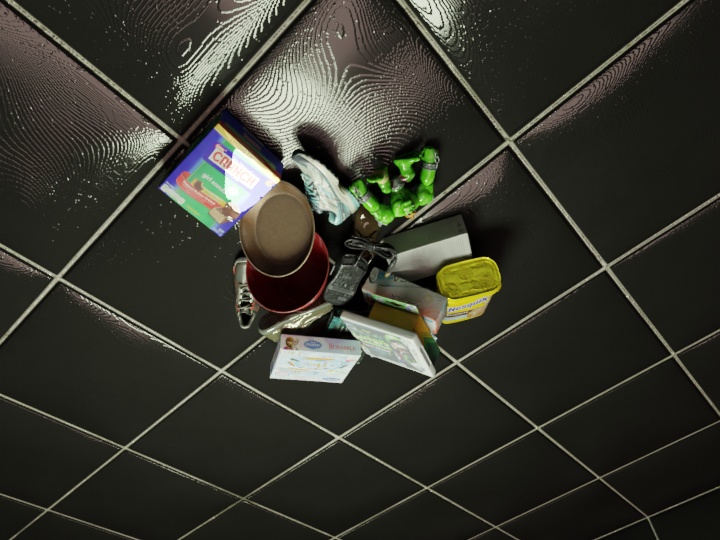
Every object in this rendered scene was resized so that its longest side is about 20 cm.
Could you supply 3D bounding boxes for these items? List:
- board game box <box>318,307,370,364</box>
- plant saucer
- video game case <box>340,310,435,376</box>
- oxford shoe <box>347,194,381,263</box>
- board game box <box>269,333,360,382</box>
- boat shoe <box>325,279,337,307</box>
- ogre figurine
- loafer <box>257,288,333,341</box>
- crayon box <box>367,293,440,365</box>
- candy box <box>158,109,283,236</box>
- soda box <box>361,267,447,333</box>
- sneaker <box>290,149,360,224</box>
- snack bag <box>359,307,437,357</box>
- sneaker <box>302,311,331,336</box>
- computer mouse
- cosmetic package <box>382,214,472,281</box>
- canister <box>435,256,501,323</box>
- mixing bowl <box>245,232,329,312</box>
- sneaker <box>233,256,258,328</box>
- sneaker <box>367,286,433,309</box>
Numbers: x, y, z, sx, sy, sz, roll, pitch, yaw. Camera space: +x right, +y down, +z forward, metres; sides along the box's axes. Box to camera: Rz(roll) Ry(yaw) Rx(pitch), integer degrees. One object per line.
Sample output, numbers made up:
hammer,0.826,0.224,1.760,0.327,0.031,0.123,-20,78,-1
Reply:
board game box,-0.034,0.168,1.423,0.131,0.029,0.202,9,139,-18
plant saucer,-0.175,-0.090,1.230,0.199,0.204,0.036,-36,167,24
video game case,0.065,0.170,1.315,0.196,0.024,0.183,15,152,33
oxford shoe,0.015,-0.077,1.297,0.070,0.086,0.204,3,129,-7
board game box,-0.116,0.221,1.408,0.194,0.042,0.201,7,149,-15
boat shoe,-0.126,0.075,1.427,0.194,0.078,0.074,-10,163,3
ogre figurine,0.086,-0.175,1.217,0.198,0.097,0.122,-36,122,-20
loafer,-0.147,0.108,1.358,0.195,0.076,0.070,-24,133,3
crayon box,0.097,0.141,1.315,0.123,0.052,0.201,14,152,35
candy box,-0.282,-0.194,1.165,0.199,0.078,0.168,-38,121,22
soda box,0.103,0.068,1.321,0.196,0.069,0.064,23,154,21
sneaker,-0.082,-0.167,1.188,0.087,0.078,0.200,-48,128,0
snack bag,0.079,0.148,1.446,0.195,0.022,0.190,-16,137,18
sneaker,-0.137,0.152,1.473,0.070,0.081,0.199,24,128,-36
computer mouse,0.000,0.000,1.286,0.136,0.047,0.203,10,129,-20
cosmetic package,0.160,-0.047,1.346,0.194,0.072,0.103,-16,133,7
canister,0.253,0.055,1.385,0.144,0.089,0.201,-14,158,-2
mixing bowl,-0.153,0.007,1.301,0.194,0.206,0.109,-14,161,7
sneaker,-0.271,0.060,1.381,0.074,0.083,0.204,1,131,-7
sneaker,0.091,0.096,1.458,0.114,0.076,0.199,30,125,-31
